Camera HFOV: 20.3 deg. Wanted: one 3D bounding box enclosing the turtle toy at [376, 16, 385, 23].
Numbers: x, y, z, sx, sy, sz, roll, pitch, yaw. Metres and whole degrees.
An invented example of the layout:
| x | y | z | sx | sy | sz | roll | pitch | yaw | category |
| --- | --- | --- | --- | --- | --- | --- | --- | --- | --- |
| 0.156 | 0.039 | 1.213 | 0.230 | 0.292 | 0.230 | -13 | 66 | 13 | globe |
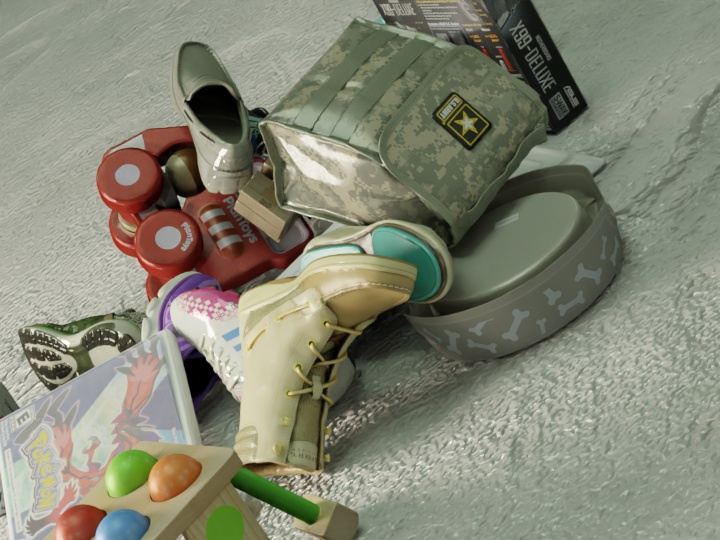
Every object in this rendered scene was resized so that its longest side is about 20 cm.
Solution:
| x | y | z | sx | sy | sz | roll | pitch | yaw | category |
| --- | --- | --- | --- | --- | --- | --- | --- | --- | --- |
| 0.099 | -0.259 | 2.099 | 0.199 | 0.146 | 0.102 | -11 | 50 | 40 | turtle toy |

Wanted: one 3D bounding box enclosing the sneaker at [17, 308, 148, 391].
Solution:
| x | y | z | sx | sy | sz | roll | pitch | yaw | category |
| --- | --- | --- | --- | --- | --- | --- | --- | --- | --- |
| -0.253 | 0.071 | 1.967 | 0.199 | 0.078 | 0.088 | -1 | 24 | 43 | sneaker |

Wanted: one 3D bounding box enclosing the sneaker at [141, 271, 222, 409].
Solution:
| x | y | z | sx | sy | sz | roll | pitch | yaw | category |
| --- | --- | --- | --- | --- | --- | --- | --- | --- | --- |
| -0.149 | 0.078 | 1.802 | 0.083 | 0.081 | 0.201 | -18 | 35 | 26 | sneaker |

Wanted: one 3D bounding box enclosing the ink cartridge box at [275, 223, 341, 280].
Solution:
| x | y | z | sx | sy | sz | roll | pitch | yaw | category |
| --- | --- | --- | --- | --- | --- | --- | --- | --- | --- |
| 0.000 | 0.000 | 1.779 | 0.200 | 0.041 | 0.199 | -44 | 18 | -28 | ink cartridge box |

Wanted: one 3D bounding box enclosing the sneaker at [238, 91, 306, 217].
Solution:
| x | y | z | sx | sy | sz | roll | pitch | yaw | category |
| --- | --- | --- | --- | --- | --- | --- | --- | --- | --- |
| -0.084 | -0.124 | 2.027 | 0.199 | 0.141 | 0.078 | -15 | 24 | 35 | sneaker |

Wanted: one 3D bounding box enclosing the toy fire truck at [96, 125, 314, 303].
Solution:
| x | y | z | sx | sy | sz | roll | pitch | yaw | category |
| --- | --- | --- | --- | --- | --- | --- | --- | --- | --- |
| -0.157 | -0.061 | 1.965 | 0.167 | 0.112 | 0.201 | -27 | 63 | -12 | toy fire truck |

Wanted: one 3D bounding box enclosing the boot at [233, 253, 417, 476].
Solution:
| x | y | z | sx | sy | sz | roll | pitch | yaw | category |
| --- | --- | --- | --- | --- | --- | --- | --- | --- | --- |
| -0.032 | 0.076 | 1.551 | 0.199 | 0.072 | 0.157 | -19 | 59 | 46 | boot |

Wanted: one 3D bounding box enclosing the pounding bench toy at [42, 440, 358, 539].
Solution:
| x | y | z | sx | sy | sz | roll | pitch | yaw | category |
| --- | --- | --- | --- | --- | --- | --- | --- | --- | --- |
| -0.107 | 0.184 | 1.412 | 0.124 | 0.157 | 0.200 | -3 | 36 | 50 | pounding bench toy |

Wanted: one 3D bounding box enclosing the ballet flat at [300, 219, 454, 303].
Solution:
| x | y | z | sx | sy | sz | roll | pitch | yaw | category |
| --- | --- | --- | --- | --- | --- | --- | --- | --- | --- |
| 0.027 | -0.012 | 1.617 | 0.069 | 0.070 | 0.199 | -43 | 25 | -26 | ballet flat |

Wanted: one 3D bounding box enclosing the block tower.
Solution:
| x | y | z | sx | sy | sz | roll | pitch | yaw | category |
| --- | --- | --- | --- | --- | --- | --- | --- | --- | --- |
| -0.047 | -0.114 | 1.938 | 0.200 | 0.058 | 0.054 | -52 | -5 | -33 | block tower |

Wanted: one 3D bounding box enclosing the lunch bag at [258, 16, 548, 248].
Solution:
| x | y | z | sx | sy | sz | roll | pitch | yaw | category |
| --- | --- | --- | --- | --- | --- | --- | --- | --- | --- |
| 0.042 | -0.112 | 1.696 | 0.199 | 0.118 | 0.164 | 19 | 51 | 28 | lunch bag |

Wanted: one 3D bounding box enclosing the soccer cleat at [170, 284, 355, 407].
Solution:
| x | y | z | sx | sy | sz | roll | pitch | yaw | category |
| --- | --- | --- | --- | --- | --- | --- | --- | --- | --- |
| -0.097 | 0.072 | 1.688 | 0.199 | 0.070 | 0.087 | 16 | 57 | 35 | soccer cleat |

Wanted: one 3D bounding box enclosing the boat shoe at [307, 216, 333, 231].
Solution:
| x | y | z | sx | sy | sz | roll | pitch | yaw | category |
| --- | --- | --- | --- | --- | --- | --- | --- | --- | --- |
| 0.024 | -0.111 | 1.936 | 0.199 | 0.061 | 0.074 | -35 | -11 | -8 | boat shoe |

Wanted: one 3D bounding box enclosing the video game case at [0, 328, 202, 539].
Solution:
| x | y | z | sx | sy | sz | roll | pitch | yaw | category |
| --- | --- | --- | --- | --- | --- | --- | --- | --- | --- |
| -0.218 | 0.162 | 1.685 | 0.181 | 0.023 | 0.201 | -29 | 44 | 9 | video game case |

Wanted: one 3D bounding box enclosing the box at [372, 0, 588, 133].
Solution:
| x | y | z | sx | sy | sz | roll | pitch | yaw | category |
| --- | --- | --- | --- | --- | --- | --- | --- | --- | --- |
| 0.111 | -0.212 | 1.936 | 0.050 | 0.158 | 0.199 | -40 | 23 | -20 | box |

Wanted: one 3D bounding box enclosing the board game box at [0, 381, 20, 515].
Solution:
| x | y | z | sx | sy | sz | roll | pitch | yaw | category |
| --- | --- | --- | --- | --- | --- | --- | --- | --- | --- |
| -0.406 | 0.205 | 1.881 | 0.199 | 0.065 | 0.148 | -29 | 23 | 6 | board game box |

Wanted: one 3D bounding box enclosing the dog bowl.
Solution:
| x | y | z | sx | sy | sz | roll | pitch | yaw | category |
| --- | --- | --- | --- | --- | --- | --- | --- | --- | --- |
| 0.122 | -0.004 | 1.626 | 0.199 | 0.059 | 0.201 | -27 | 23 | 12 | dog bowl |

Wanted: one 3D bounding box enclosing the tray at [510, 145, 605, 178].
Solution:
| x | y | z | sx | sy | sz | roll | pitch | yaw | category |
| --- | --- | --- | --- | --- | --- | --- | --- | --- | --- |
| 0.130 | -0.086 | 1.832 | 0.107 | 0.022 | 0.200 | -38 | 23 | -16 | tray |

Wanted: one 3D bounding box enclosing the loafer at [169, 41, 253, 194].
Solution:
| x | y | z | sx | sy | sz | roll | pitch | yaw | category |
| --- | --- | --- | --- | --- | --- | --- | --- | --- | --- |
| -0.141 | -0.160 | 1.945 | 0.069 | 0.070 | 0.201 | -6 | 46 | -19 | loafer |
